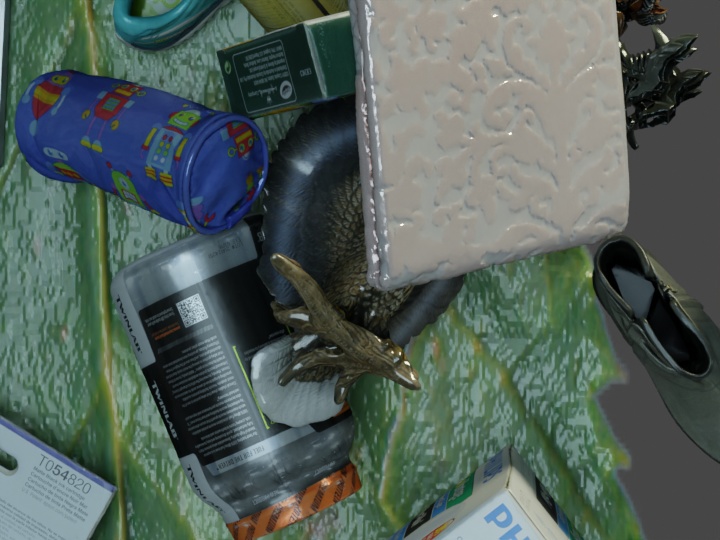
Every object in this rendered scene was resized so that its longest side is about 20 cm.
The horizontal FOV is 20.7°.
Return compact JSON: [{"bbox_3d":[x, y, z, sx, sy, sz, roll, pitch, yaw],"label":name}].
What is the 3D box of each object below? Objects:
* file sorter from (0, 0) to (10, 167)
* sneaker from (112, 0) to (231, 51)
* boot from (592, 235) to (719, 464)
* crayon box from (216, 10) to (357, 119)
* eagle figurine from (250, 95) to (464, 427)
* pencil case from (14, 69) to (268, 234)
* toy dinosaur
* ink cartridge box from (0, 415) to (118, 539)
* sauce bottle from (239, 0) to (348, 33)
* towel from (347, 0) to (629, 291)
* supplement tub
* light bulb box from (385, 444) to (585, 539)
[{"bbox_3d":[-0.357,-0.147,1.363,0.198,0.125,0.140,3,93,6],"label":"file sorter"},{"bbox_3d":[-0.094,-0.227,1.352,0.077,0.080,0.200,42,95,4],"label":"sneaker"},{"bbox_3d":[0.217,0.063,1.297,0.068,0.131,0.200,-41,87,6],"label":"boot"},{"bbox_3d":[0.024,-0.147,1.274,0.199,0.125,0.052,-19,96,-29],"label":"crayon box"},{"bbox_3d":[0.007,-0.001,1.288,0.149,0.201,0.153,0,123,5],"label":"eagle figurine"},{"bbox_3d":[-0.147,-0.079,1.314,0.078,0.199,0.087,-43,130,-27],"label":"pencil case"},{"bbox_3d":[0.161,-0.158,1.333,0.136,0.102,0.201,41,114,19],"label":"toy dinosaur"},{"bbox_3d":[-0.297,0.188,1.407,0.199,0.041,0.201,31,95,5],"label":"ink cartridge box"},{"bbox_3d":[-0.068,-0.213,1.297,0.064,0.200,0.065,-17,51,22],"label":"sauce bottle"},{"bbox_3d":[0.081,-0.098,1.221,0.198,0.032,0.193,-13,104,-31],"label":"towel"},{"bbox_3d":[-0.080,0.073,1.337,0.122,0.123,0.202,-23,88,7],"label":"supplement tub"},{"bbox_3d":[0.057,0.232,1.288,0.199,0.198,0.125,-38,89,5],"label":"light bulb box"}]
